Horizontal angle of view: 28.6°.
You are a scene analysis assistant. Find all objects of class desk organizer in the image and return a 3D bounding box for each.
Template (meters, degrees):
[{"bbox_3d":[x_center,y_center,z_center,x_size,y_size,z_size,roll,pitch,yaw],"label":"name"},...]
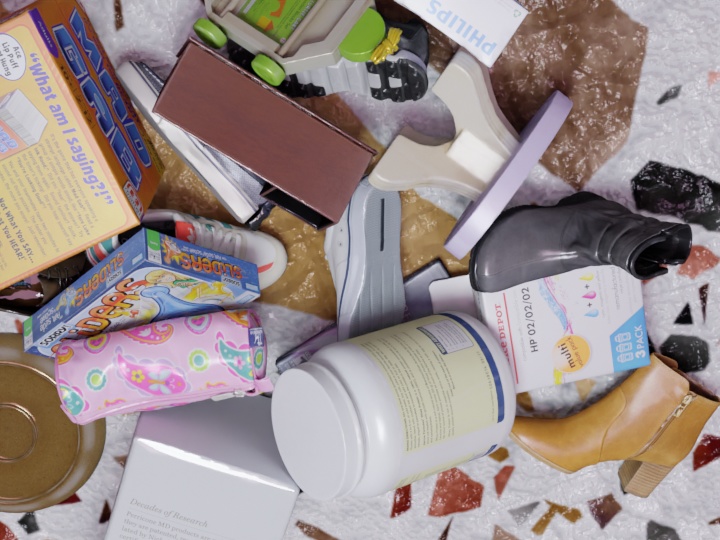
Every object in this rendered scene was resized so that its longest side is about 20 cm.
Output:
[{"bbox_3d":[-0.093,-0.120,1.283,0.199,0.072,0.078,31,77,-12],"label":"desk organizer"}]

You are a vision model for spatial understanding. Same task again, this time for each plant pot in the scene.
[{"bbox_3d":[-0.362,0.163,1.451,0.198,0.028,0.202,0,108,-1],"label":"plant pot"}]

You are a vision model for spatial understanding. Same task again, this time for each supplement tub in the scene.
[{"bbox_3d":[0.031,0.128,1.324,0.199,0.145,0.147,-14,112,-34],"label":"supplement tub"}]

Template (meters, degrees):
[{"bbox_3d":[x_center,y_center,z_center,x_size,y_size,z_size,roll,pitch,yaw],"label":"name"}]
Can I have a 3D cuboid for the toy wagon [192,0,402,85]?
[{"bbox_3d":[-0.049,-0.238,1.269,0.199,0.040,0.156,34,79,17],"label":"toy wagon"}]

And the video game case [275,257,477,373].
[{"bbox_3d":[0.034,0.098,1.443,0.199,0.019,0.143,-32,106,10],"label":"video game case"}]

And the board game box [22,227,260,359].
[{"bbox_3d":[-0.208,0.036,1.332,0.135,0.035,0.199,18,141,-40],"label":"board game box"}]

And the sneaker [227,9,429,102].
[{"bbox_3d":[-0.024,-0.209,1.321,0.198,0.091,0.067,8,143,15],"label":"sneaker"}]

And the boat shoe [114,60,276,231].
[{"bbox_3d":[-0.137,-0.140,1.345,0.093,0.075,0.200,-43,103,-7],"label":"boat shoe"}]

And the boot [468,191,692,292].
[{"bbox_3d":[0.206,-0.021,1.304,0.199,0.131,0.070,-26,121,-33],"label":"boot"}]

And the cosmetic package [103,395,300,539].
[{"bbox_3d":[-0.159,0.235,1.399,0.165,0.168,0.202,17,110,-6],"label":"cosmetic package"}]

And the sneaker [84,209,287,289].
[{"bbox_3d":[-0.157,-0.017,1.339,0.198,0.093,0.071,8,80,-19],"label":"sneaker"}]

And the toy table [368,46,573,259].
[{"bbox_3d":[0.099,-0.118,1.304,0.117,0.200,0.184,37,138,-2],"label":"toy table"}]

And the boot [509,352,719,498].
[{"bbox_3d":[0.254,0.141,1.432,0.200,0.071,0.145,22,110,-19],"label":"boot"}]

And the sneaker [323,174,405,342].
[{"bbox_3d":[0.000,0.000,1.385,0.072,0.071,0.202,-6,109,-36],"label":"sneaker"}]

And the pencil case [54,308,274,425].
[{"bbox_3d":[-0.181,0.090,1.312,0.198,0.088,0.088,-9,108,2],"label":"pencil case"}]

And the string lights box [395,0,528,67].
[{"bbox_3d":[0.079,-0.245,1.238,0.102,0.200,0.059,33,104,-12],"label":"string lights box"}]

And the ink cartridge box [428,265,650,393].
[{"bbox_3d":[0.176,0.052,1.393,0.198,0.068,0.116,-12,105,-3],"label":"ink cartridge box"}]

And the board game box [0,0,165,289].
[{"bbox_3d":[-0.317,-0.114,1.273,0.198,0.200,0.201,-24,106,6],"label":"board game box"}]

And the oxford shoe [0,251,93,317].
[{"bbox_3d":[-0.280,0.016,1.376,0.198,0.084,0.073,-7,103,-2],"label":"oxford shoe"}]
